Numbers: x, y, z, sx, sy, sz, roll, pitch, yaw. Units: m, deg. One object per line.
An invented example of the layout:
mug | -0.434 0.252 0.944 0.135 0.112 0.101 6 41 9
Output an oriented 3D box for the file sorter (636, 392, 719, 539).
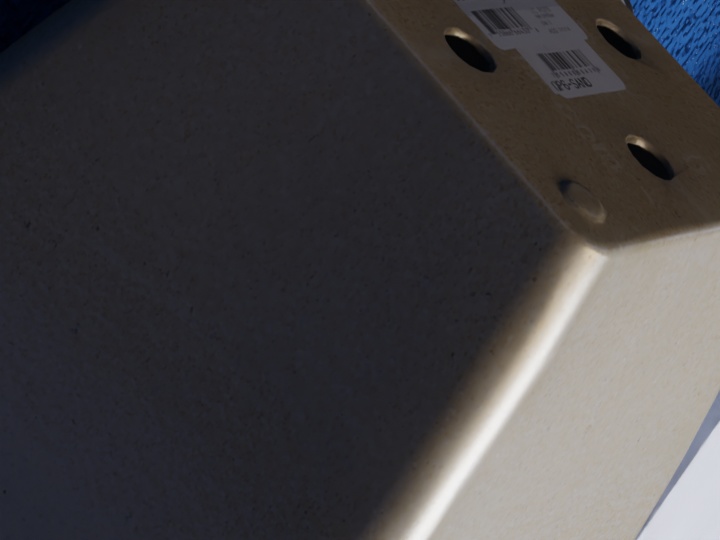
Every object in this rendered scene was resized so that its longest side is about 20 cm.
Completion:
file sorter | 0.232 0.169 1.459 0.139 0.124 0.200 -52 153 -16

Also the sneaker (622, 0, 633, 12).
sneaker | 0.033 -0.013 0.974 0.075 0.086 0.201 -171 -86 -82

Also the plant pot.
plant pot | 0.000 0.000 0.742 0.177 0.200 0.200 -49 161 27
